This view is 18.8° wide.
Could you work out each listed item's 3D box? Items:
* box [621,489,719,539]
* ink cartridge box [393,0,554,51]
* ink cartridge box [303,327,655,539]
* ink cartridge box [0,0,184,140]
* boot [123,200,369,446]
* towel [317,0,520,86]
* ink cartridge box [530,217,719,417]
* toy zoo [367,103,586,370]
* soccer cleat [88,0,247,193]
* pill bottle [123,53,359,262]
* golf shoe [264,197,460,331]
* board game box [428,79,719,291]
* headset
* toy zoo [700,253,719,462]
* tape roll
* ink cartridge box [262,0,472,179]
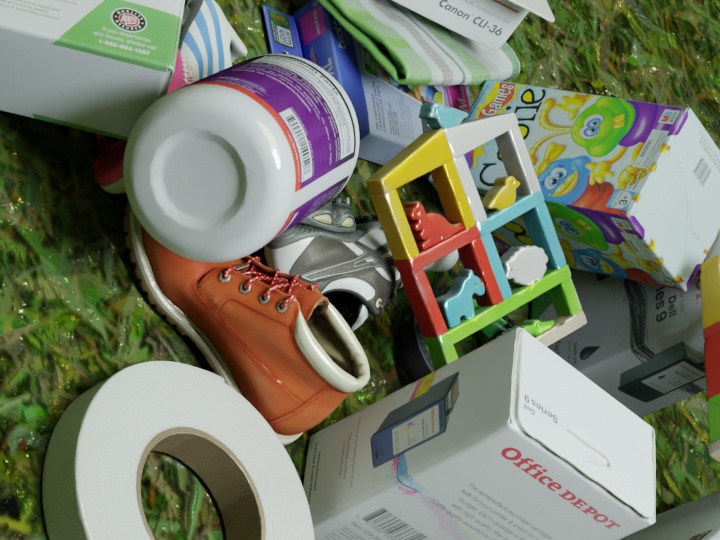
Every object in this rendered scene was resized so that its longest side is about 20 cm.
[{"bbox_3d":[0.250,0.250,1.599,0.199,0.200,0.131,-25,87,-53],"label":"box"},{"bbox_3d":[0.069,-0.252,1.744,0.116,0.068,0.200,21,30,-32],"label":"ink cartridge box"},{"bbox_3d":[0.079,0.141,1.467,0.145,0.200,0.088,35,43,-30],"label":"ink cartridge box"},{"bbox_3d":[-0.188,-0.198,1.430,0.146,0.084,0.200,14,52,-11],"label":"ink cartridge box"},{"bbox_3d":[-0.073,0.015,1.452,0.200,0.107,0.075,55,40,-4],"label":"boot"},{"bbox_3d":[0.039,-0.204,1.728,0.149,0.031,0.200,46,24,17],"label":"towel"},{"bbox_3d":[0.234,0.026,1.725,0.084,0.200,0.146,35,44,-31],"label":"ink cartridge box"},{"bbox_3d":[0.081,-0.026,1.577,0.131,0.020,0.200,-29,105,-31],"label":"toy zoo"},{"bbox_3d":[-0.123,-0.114,1.507,0.086,0.070,0.200,45,40,-28],"label":"soccer cleat"},{"bbox_3d":[-0.069,-0.079,1.422,0.113,0.112,0.200,59,22,-3],"label":"pill bottle"},{"bbox_3d":[0.000,0.000,1.589,0.200,0.078,0.095,6,79,-46],"label":"golf shoe"},{"bbox_3d":[0.172,-0.067,1.679,0.105,0.200,0.103,47,67,-41],"label":"board game box"},{"bbox_3d":[0.117,0.090,1.635,0.200,0.094,0.123,50,37,4],"label":"headset"},{"bbox_3d":[0.299,0.074,1.587,0.131,0.020,0.200,31,45,-31],"label":"toy zoo"},{"bbox_3d":[-0.111,0.155,1.372,0.203,0.037,0.203,28,48,-36],"label":"tape roll"},{"bbox_3d":[0.014,-0.143,1.714,0.200,0.042,0.119,13,57,-43],"label":"ink cartridge box"}]
